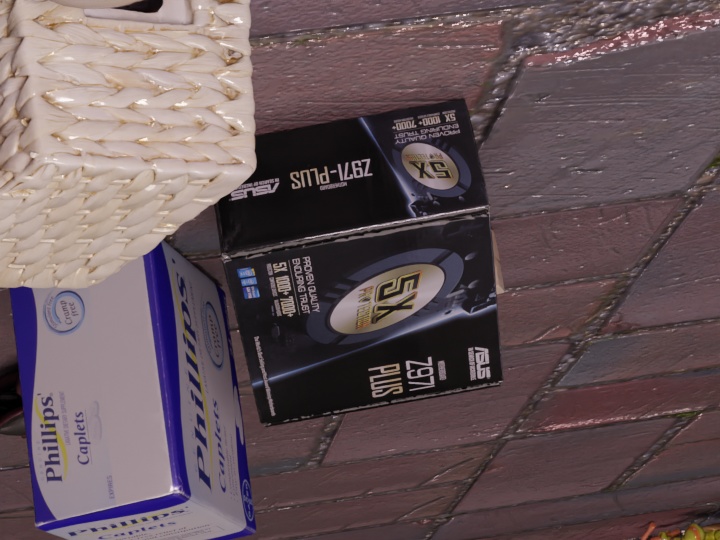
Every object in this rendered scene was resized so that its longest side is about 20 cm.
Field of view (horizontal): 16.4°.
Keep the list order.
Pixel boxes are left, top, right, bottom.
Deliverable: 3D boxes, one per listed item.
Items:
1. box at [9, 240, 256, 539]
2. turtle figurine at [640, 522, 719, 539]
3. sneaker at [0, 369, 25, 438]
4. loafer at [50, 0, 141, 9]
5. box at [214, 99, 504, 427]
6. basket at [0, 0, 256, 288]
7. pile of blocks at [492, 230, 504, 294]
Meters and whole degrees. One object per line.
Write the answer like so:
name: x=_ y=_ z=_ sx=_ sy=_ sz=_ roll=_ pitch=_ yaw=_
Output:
box: x=-0.153 y=0.090 z=1.712 sx=0.104 sy=0.185 sz=0.200 roll=-11 pitch=165 yaw=10
turtle figurine: x=0.477 y=0.345 z=3.259 sx=0.161 sy=0.065 sz=0.200 roll=4 pitch=159 yaw=-42
sneaker: x=-0.241 y=0.115 z=1.986 sx=0.115 sy=0.076 sz=0.200 roll=-3 pitch=154 yaw=-5
loafer: x=-0.076 y=-0.169 z=1.059 sx=0.199 sy=0.076 sz=0.068 roll=-13 pitch=135 yaw=35
box: x=0.000 y=0.000 z=1.562 sx=0.163 sy=0.087 sz=0.200 roll=-10 pitch=145 yaw=-1
basket: x=-0.149 y=-0.075 z=1.239 sx=0.135 sy=0.124 sz=0.200 roll=1 pitch=162 yaw=-33
pile of blocks: x=0.043 y=0.024 z=1.833 sx=0.082 sy=0.063 sz=0.200 roll=-4 pitch=163 yaw=-21
